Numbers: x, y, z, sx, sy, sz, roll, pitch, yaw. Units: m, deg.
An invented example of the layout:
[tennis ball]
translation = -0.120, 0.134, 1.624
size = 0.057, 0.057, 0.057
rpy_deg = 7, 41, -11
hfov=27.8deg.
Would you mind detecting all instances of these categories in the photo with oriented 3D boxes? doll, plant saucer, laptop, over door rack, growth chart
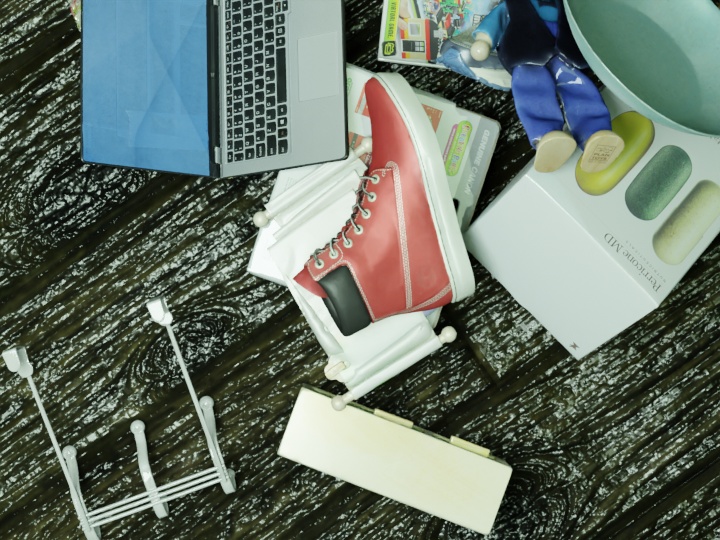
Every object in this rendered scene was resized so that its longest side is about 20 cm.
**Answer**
[doll]
translation = 0.156, -0.169, 1.161
size = 0.135, 0.049, 0.202
rpy_deg = -1, 56, -14
[plant saucer]
translation = 0.230, -0.176, 1.155
size = 0.199, 0.039, 0.203
rpy_deg = 19, 48, -23
[laptop]
translation = -0.123, -0.183, 1.234
size = 0.198, 0.116, 0.190
rpy_deg = -7, 78, 24
[over door rack]
translation = -0.208, 0.127, 1.293
size = 0.146, 0.067, 0.202
rpy_deg = -20, 109, -1
[growth chart]
translation = 0.000, 0.000, 1.247
size = 0.144, 0.018, 0.202
rpy_deg = -25, 91, -3

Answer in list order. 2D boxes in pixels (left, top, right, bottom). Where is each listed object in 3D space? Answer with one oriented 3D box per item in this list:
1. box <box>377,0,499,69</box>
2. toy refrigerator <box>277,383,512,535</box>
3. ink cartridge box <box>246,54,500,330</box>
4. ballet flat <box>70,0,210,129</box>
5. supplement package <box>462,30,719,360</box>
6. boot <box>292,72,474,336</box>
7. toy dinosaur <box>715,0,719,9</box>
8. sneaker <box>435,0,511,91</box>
[box]
translation = 0.078, -0.281, 1.287
size = 0.109, 0.035, 0.202
rpy_deg = 6, 115, 0
[toy refrigerator]
translation = 0.031, 0.164, 1.297
size = 0.198, 0.076, 0.071
rpy_deg = 21, 88, 1
[ink cartridge box]
translation = 0.012, -0.065, 1.298
size = 0.174, 0.084, 0.202
rpy_deg = 20, 89, -2
[ballet flat]
translation = -0.191, -0.192, 1.309
size = 0.076, 0.064, 0.200
rpy_deg = -44, 88, 8
[supplement package]
translation = 0.219, -0.061, 1.232
size = 0.152, 0.151, 0.200
rpy_deg = 44, 63, 1
[boot]
translation = 0.001, -0.054, 1.202
size = 0.143, 0.072, 0.202
rpy_deg = -17, 94, -8
[toy dinosaur]
translation = 0.313, -0.188, 1.314
size = 0.106, 0.060, 0.201
rpy_deg = 33, 88, 0
[sneaker]
translation = 0.135, -0.213, 1.253
size = 0.077, 0.199, 0.086
rpy_deg = 27, 120, 29
